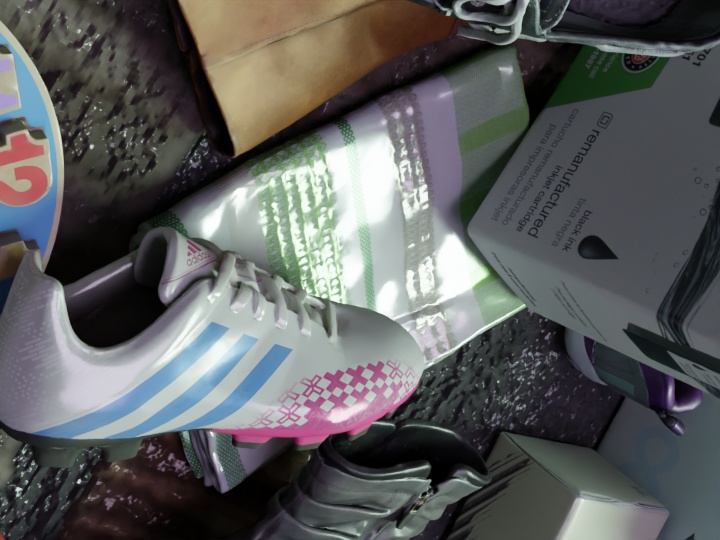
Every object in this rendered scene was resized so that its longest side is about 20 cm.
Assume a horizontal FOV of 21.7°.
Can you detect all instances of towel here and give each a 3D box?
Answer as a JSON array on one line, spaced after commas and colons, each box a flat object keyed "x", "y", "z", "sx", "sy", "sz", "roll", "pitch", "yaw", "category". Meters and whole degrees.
[{"x": 0.000, "y": 0.000, "z": 0.836, "sx": 0.199, "sy": 0.031, "sz": 0.150, "roll": -28, "pitch": 131, "yaw": -22, "category": "towel"}]

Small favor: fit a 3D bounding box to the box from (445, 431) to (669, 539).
[{"x": 0.074, "y": 0.190, "z": 0.985, "sx": 0.082, "sy": 0.068, "sz": 0.201, "roll": 16, "pitch": 105, "yaw": -43, "category": "box"}]

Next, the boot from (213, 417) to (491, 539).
[{"x": -0.042, "y": 0.117, "z": 0.827, "sx": 0.199, "sy": 0.070, "sz": 0.132, "roll": -7, "pitch": 141, "yaw": -48, "category": "boot"}]

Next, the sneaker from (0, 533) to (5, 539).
[{"x": -0.217, "y": 0.184, "z": 0.744, "sx": 0.115, "sy": 0.078, "sz": 0.201, "roll": 11, "pitch": 107, "yaw": -43, "category": "sneaker"}]

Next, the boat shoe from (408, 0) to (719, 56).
[{"x": 0.059, "y": -0.118, "z": 0.705, "sx": 0.198, "sy": 0.068, "sz": 0.074, "roll": 14, "pitch": 114, "yaw": -33, "category": "boat shoe"}]

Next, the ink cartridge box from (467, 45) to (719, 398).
[{"x": 0.170, "y": -0.024, "z": 0.818, "sx": 0.147, "sy": 0.199, "sz": 0.083, "roll": -57, "pitch": 141, "yaw": -10, "category": "ink cartridge box"}]

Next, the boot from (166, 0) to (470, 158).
[{"x": 0.005, "y": -0.160, "z": 0.736, "sx": 0.199, "sy": 0.069, "sz": 0.189, "roll": -24, "pitch": 136, "yaw": -16, "category": "boot"}]

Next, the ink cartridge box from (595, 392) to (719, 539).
[{"x": 0.217, "y": 0.075, "z": 0.963, "sx": 0.047, "sy": 0.160, "sz": 0.201, "roll": 13, "pitch": 107, "yaw": -44, "category": "ink cartridge box"}]

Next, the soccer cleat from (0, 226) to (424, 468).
[{"x": -0.051, "y": 0.024, "z": 0.742, "sx": 0.199, "sy": 0.070, "sz": 0.087, "roll": -6, "pitch": 118, "yaw": -36, "category": "soccer cleat"}]

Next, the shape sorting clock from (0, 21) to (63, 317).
[{"x": -0.197, "y": -0.017, "z": 0.661, "sx": 0.199, "sy": 0.039, "sz": 0.201, "roll": -20, "pitch": 127, "yaw": -29, "category": "shape sorting clock"}]

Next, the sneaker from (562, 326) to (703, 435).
[{"x": 0.182, "y": -0.019, "z": 0.928, "sx": 0.074, "sy": 0.087, "sz": 0.201, "roll": 15, "pitch": 107, "yaw": -43, "category": "sneaker"}]
